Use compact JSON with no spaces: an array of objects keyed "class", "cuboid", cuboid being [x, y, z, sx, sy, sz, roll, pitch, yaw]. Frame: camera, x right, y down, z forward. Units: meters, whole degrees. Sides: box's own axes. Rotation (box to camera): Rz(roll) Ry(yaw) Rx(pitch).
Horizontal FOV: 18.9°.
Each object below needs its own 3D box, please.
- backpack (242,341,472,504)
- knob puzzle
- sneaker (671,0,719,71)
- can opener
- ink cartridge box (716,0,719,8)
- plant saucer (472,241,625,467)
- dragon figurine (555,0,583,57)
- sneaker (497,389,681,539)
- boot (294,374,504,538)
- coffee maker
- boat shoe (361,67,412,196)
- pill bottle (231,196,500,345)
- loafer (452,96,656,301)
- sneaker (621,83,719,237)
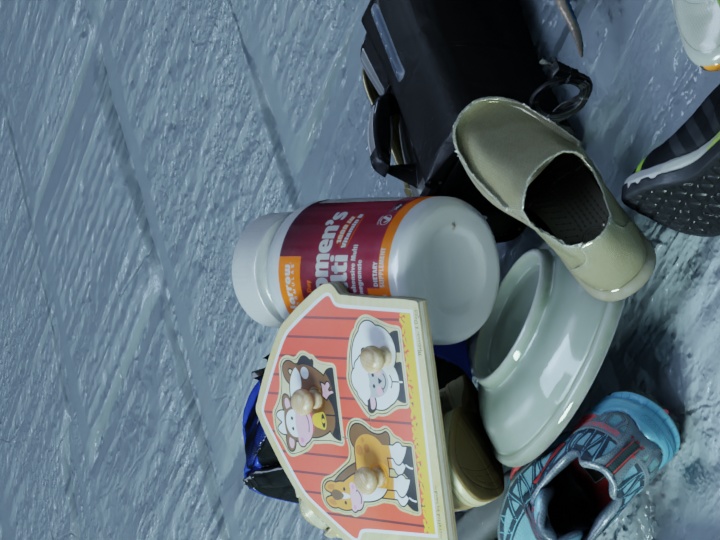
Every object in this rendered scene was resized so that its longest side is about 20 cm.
[{"class":"backpack","cuboid":[-0.005,0.085,1.796,0.200,0.162,0.168,117,155,-42]},{"class":"knob puzzle","cuboid":[-0.018,0.108,1.575,0.219,0.030,0.220,16,111,47]},{"class":"sneaker","cuboid":[0.218,-0.232,1.426,0.076,0.092,0.201,-10,78,39]},{"class":"can opener","cuboid":[0.089,0.197,1.702,0.200,0.053,0.067,-53,42,48]},{"class":"ink cartridge box","cuboid":[0.304,-0.217,1.290,0.200,0.076,0.148,-35,49,26]},{"class":"plant saucer","cuboid":[0.127,0.042,1.569,0.200,0.050,0.200,-60,14,27]},{"class":"dragon figurine","cuboid":[0.139,-0.241,1.657,0.200,0.099,0.059,45,127,35]},{"class":"sneaker","cuboid":[0.139,0.159,1.520,0.079,0.096,0.200,42,138,7]},{"class":"boot","cuboid":[0.025,0.155,1.629,0.073,0.155,0.200,60,-170,-13]},{"class":"coffee maker","cuboid":[0.093,-0.150,1.694,0.192,0.135,0.200,-38,49,26]},{"class":"boat shoe","cuboid":[0.050,-0.097,1.821,0.073,0.063,0.201,123,143,-46]},{"class":"pill bottle","cuboid":[0.000,0.000,1.635,0.200,0.109,0.110,0,86,46]},{"class":"loafer","cuboid":[0.131,-0.063,1.507,0.200,0.076,0.068,46,174,34]},{"class":"sneaker","cuboid":[0.246,-0.084,1.418,0.200,0.072,0.083,-29,36,60]}]
